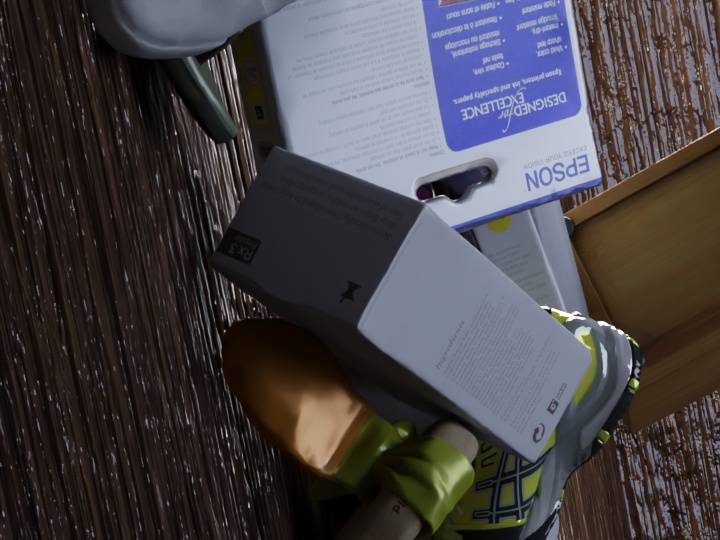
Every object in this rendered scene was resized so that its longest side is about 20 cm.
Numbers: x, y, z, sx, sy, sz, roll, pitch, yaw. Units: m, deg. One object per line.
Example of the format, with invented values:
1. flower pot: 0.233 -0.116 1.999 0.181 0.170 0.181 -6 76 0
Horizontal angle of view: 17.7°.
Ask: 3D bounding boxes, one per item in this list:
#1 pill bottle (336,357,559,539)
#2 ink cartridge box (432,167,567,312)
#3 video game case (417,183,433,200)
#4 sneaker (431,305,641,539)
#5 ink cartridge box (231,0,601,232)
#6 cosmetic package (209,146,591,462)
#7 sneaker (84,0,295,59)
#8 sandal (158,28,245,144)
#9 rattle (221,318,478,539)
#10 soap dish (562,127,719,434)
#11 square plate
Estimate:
1. pill bottle: 0.043 0.084 1.345 0.114 0.114 0.200 -84 162 -56
2. ink cartridge box: 0.080 -0.023 1.420 0.198 0.047 0.200 -114 -179 -77
3. video game case: 0.026 -0.046 1.487 0.181 0.036 0.200 -101 -179 -51
4. sneaker: 0.072 0.108 1.269 0.200 0.076 0.075 -60 -163 0
5. ink cartridge box: 0.027 -0.119 1.242 0.047 0.197 0.200 12 -64 56
6. cosmetic package: 0.025 0.019 1.152 0.074 0.102 0.200 -61 145 -9
7. sneaker: -0.031 -0.149 1.016 0.200 0.088 0.075 -26 100 -41
8. sandal: -0.074 -0.157 1.079 0.080 0.057 0.201 57 26 -66
9. rattle: -0.025 0.110 1.192 0.200 0.143 0.130 130 -16 -83
10. soap dish: 0.229 -0.007 1.531 0.081 0.200 0.157 43 20 -60
11. square plate: 0.105 -0.033 1.549 0.198 0.028 0.200 -122 -167 -61
